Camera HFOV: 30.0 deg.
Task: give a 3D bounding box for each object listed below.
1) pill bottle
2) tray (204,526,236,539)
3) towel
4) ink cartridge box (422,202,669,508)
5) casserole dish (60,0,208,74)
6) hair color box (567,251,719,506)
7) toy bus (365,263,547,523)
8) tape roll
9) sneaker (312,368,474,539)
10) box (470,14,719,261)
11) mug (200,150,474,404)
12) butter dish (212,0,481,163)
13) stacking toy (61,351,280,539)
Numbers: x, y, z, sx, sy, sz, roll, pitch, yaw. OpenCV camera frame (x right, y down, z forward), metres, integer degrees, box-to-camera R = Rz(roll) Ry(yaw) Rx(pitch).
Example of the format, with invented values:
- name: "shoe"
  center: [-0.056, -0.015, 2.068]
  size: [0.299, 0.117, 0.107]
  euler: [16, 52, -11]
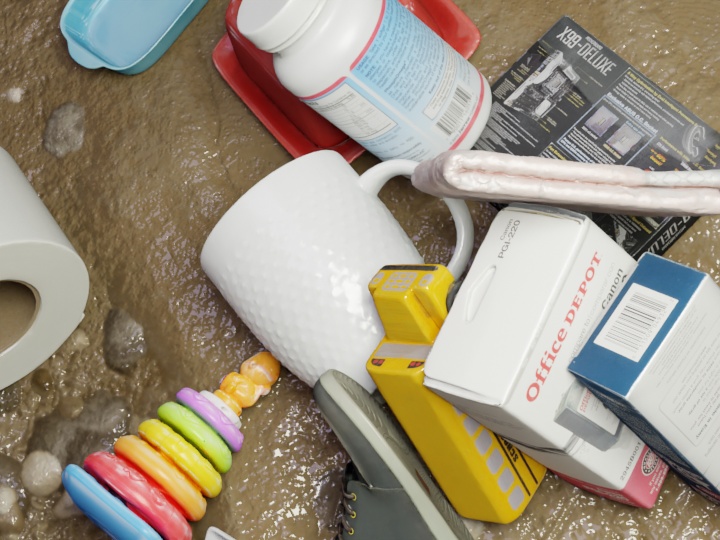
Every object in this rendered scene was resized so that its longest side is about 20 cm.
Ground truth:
- name: "pill bottle"
  center: [0.003, -0.165, 1.065]
  size: [0.109, 0.200, 0.109]
  euler: [-33, 39, 31]
- name: "tray"
  center: [-0.045, 0.282, 1.029]
  size: [0.200, 0.022, 0.108]
  euler: [26, 114, 26]
- name: "towel"
  center: [0.138, -0.061, 0.941]
  size: [0.190, 0.200, 0.032]
  euler: [5, 91, -4]
- name: "ink cartridge box"
  center: [0.156, 0.063, 0.960]
  size: [0.085, 0.200, 0.146]
  euler: [12, 72, 51]
- name: "casserole dish"
  center: [-0.204, -0.272, 1.312]
  size: [0.121, 0.039, 0.200]
  euler: [35, 84, 26]
- name: "hair color box"
  center: [0.236, 0.085, 0.930]
  size: [0.100, 0.200, 0.060]
  euler: [-54, 38, -7]
- name: "toy bus"
  center: [0.066, 0.089, 0.988]
  size: [0.065, 0.200, 0.078]
  euler: [2, 43, 45]
- name: "tape roll"
  center: [-0.355, 0.002, 1.165]
  size: [0.203, 0.203, 0.139]
  euler: [-40, 63, 0]
- name: "sneaker"
  center: [-0.001, 0.177, 1.002]
  size: [0.106, 0.075, 0.200]
  euler: [-32, 101, 8]
- name: "box"
  center: [0.184, -0.093, 1.103]
  size: [0.158, 0.050, 0.200]
  euler: [-45, 63, -2]
- name: "mug"
  center: [0.000, 0.000, 1.069]
  size: [0.200, 0.148, 0.175]
  euler: [-43, 74, 11]
- name: "butter dish"
  center: [-0.033, -0.220, 1.172]
  size: [0.199, 0.148, 0.200]
  euler: [-41, 63, 0]
- name: "stacking toy"
  center: [-0.137, 0.140, 1.103]
  size: [0.110, 0.116, 0.200]
  euler: [34, 72, 24]
